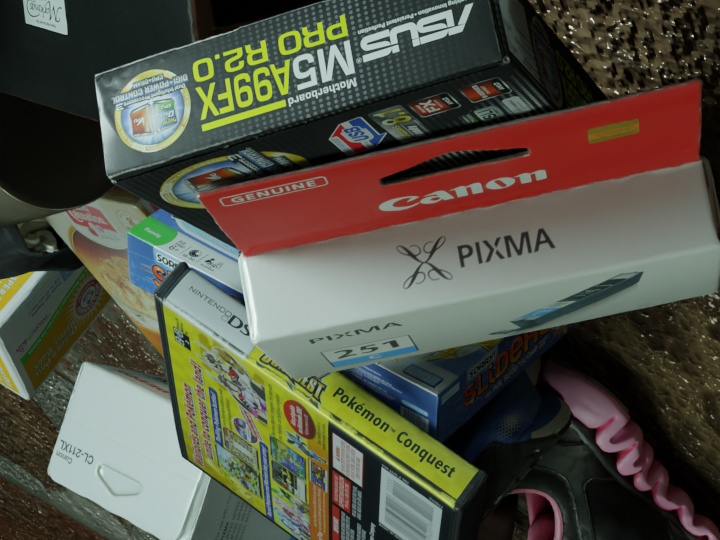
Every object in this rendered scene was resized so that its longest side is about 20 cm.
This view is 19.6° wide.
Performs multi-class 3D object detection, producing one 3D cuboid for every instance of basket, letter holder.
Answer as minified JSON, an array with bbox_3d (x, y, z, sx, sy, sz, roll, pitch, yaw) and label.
[{"bbox_3d":[-0.216,-0.094,1.176,0.135,0.182,0.199,11,176,-36],"label":"basket"},{"bbox_3d":[-0.075,-0.134,0.977,0.199,0.141,0.102,19,120,49],"label":"letter holder"}]

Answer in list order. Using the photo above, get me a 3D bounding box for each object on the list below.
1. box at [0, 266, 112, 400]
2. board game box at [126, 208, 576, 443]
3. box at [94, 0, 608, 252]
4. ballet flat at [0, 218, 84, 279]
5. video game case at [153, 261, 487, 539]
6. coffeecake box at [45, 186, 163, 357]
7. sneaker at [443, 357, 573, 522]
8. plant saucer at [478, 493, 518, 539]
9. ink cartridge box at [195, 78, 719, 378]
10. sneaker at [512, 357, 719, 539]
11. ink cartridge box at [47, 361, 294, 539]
[{"bbox_3d":[-0.295,-0.012,1.543,0.199,0.113,0.102,29,156,23],"label":"box"},{"bbox_3d":[0.000,0.000,1.044,0.199,0.135,0.035,26,134,30],"label":"board game box"},{"bbox_3d":[0.009,-0.053,0.836,0.159,0.045,0.200,-16,163,16],"label":"box"},{"bbox_3d":[-0.206,-0.035,1.371,0.073,0.073,0.200,35,-164,10],"label":"ballet flat"},{"bbox_3d":[-0.021,0.097,1.043,0.180,0.026,0.201,34,157,16],"label":"video game case"},{"bbox_3d":[-0.100,-0.004,1.291,0.153,0.073,0.200,13,146,52],"label":"coffeecake box"},{"bbox_3d":[0.048,0.059,1.069,0.089,0.079,0.200,40,-171,-14],"label":"sneaker"},{"bbox_3d":[0.035,0.080,1.167,0.201,0.036,0.201,49,-161,-24],"label":"plant saucer"},{"bbox_3d":[0.047,-0.009,0.850,0.176,0.198,0.045,56,-157,-74],"label":"ink cartridge box"},{"bbox_3d":[0.135,0.143,1.152,0.200,0.095,0.079,50,170,-24],"label":"sneaker"},{"bbox_3d":[-0.087,0.133,1.411,0.145,0.084,0.199,21,-177,39],"label":"ink cartridge box"}]
